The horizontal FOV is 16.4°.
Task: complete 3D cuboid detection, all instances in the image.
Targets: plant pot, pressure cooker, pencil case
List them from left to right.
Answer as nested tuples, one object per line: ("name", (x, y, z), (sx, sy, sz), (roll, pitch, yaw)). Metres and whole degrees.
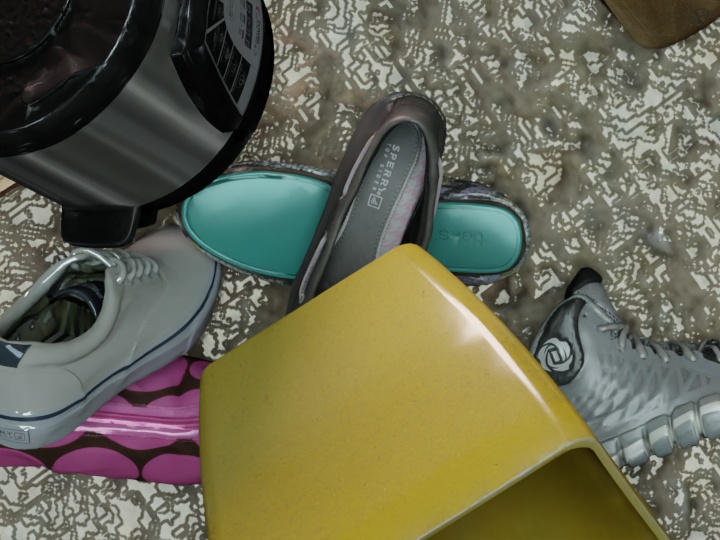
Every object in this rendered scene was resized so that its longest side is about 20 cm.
("pencil case", (-0.154, 0.080, 1.399), (0.198, 0.094, 0.091), (2, 74, -3))
("pressure cooker", (-0.142, -0.124, 1.319), (0.176, 0.200, 0.179), (-44, 65, 6))
("plant pot", (0.027, 0.111, 1.281), (0.199, 0.200, 0.177), (-32, 53, 6))

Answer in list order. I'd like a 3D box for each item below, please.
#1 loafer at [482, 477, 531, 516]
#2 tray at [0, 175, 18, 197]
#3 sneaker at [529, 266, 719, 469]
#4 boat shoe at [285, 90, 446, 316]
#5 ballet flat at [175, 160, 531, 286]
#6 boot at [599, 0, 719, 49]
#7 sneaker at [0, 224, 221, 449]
("loafer", (0.125, 0.172, 1.392), (0.199, 0.076, 0.069), (30, 55, -11))
("tray", (-0.169, -0.123, 1.431), (0.199, 0.037, 0.099), (-31, 91, 0))
("sneaker", (0.169, 0.044, 1.418), (0.199, 0.075, 0.116), (-21, 88, 0))
("boat shoe", (0.000, 0.000, 1.358), (0.066, 0.057, 0.201), (15, 102, -2))
("ballet flat", (-0.004, -0.025, 1.417), (0.199, 0.072, 0.073), (6, 89, 0))
("boot", (0.139, -0.208, 1.397), (0.075, 0.074, 0.200), (-34, 116, 8))
("sneaker", (-0.135, 0.020, 1.357), (0.073, 0.200, 0.071), (19, 127, 19))
